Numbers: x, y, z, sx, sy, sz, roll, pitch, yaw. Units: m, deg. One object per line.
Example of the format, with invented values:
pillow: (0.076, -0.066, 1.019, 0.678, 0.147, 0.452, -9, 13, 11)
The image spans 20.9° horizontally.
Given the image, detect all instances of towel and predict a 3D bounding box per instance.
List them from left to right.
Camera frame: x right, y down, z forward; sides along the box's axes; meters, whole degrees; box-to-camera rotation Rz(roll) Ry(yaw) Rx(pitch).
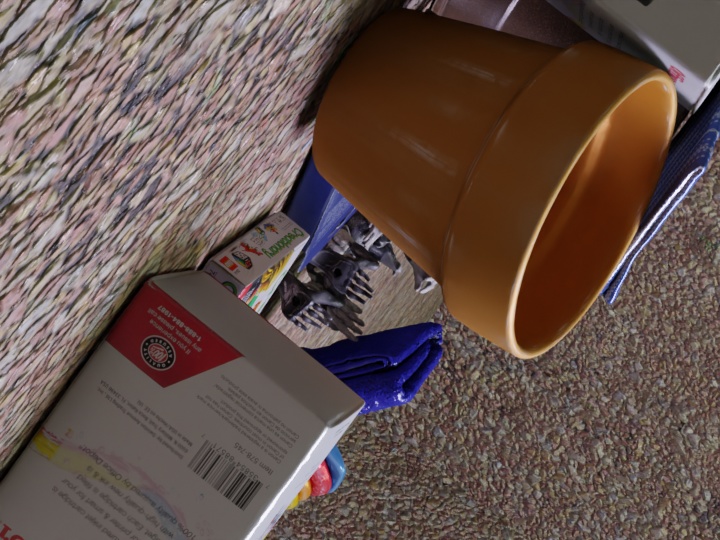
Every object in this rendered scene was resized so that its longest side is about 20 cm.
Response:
towel: (-0.036, 0.089, 1.697, 0.198, 0.050, 0.148, -12, -165, 20)
towel: (0.233, -0.076, 1.385, 0.145, 0.024, 0.200, -59, 178, 41)

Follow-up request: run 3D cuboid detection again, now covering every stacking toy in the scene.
stacking toy: (-0.125, 0.283, 2.520, 0.200, 0.116, 0.110, -37, 170, -25)

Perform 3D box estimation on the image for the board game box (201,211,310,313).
board game box: (-0.118, 0.058, 1.387, 0.201, 0.035, 0.126, -55, 174, 25)

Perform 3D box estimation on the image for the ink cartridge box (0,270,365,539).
ink cartridge box: (-0.119, 0.124, 1.226, 0.201, 0.145, 0.145, -52, 175, 7)

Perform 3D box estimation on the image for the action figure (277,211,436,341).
action figure: (0.000, 0.000, 1.672, 0.119, 0.102, 0.200, -39, 180, 24)

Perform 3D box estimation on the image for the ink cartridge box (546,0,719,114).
ink cartridge box: (0.165, -0.200, 1.257, 0.083, 0.199, 0.146, -52, 175, 2)

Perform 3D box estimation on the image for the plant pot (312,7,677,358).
plant pot: (0.076, -0.074, 1.258, 0.200, 0.182, 0.201, -47, 155, -31)

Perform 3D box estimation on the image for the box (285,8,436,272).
box: (-0.001, -0.091, 1.434, 0.121, 0.032, 0.200, -49, 171, -35)

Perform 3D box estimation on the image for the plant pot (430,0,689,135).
plant pot: (0.186, -0.202, 1.450, 0.201, 0.198, 0.200, -52, 175, -6)
